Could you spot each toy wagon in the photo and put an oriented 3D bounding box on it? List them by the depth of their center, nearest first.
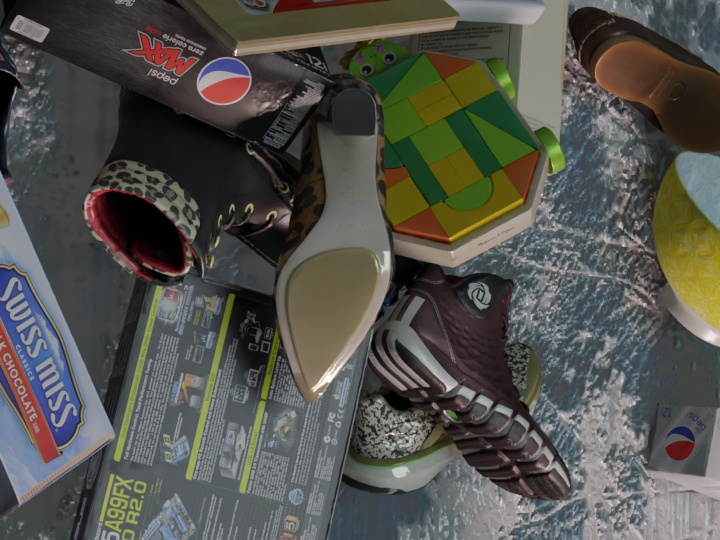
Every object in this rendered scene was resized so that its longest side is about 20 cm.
[{"bbox_3d":[0.041,-0.095,1.178,0.154,0.201,0.040,-27,152,-8],"label":"toy wagon"}]

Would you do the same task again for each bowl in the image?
[{"bbox_3d":[0.322,0.001,1.457,0.199,0.201,0.108,8,127,-42],"label":"bowl"}]

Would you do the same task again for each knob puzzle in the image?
[{"bbox_3d":[-0.066,-0.192,1.038,0.219,0.220,0.031,-17,141,-41],"label":"knob puzzle"}]

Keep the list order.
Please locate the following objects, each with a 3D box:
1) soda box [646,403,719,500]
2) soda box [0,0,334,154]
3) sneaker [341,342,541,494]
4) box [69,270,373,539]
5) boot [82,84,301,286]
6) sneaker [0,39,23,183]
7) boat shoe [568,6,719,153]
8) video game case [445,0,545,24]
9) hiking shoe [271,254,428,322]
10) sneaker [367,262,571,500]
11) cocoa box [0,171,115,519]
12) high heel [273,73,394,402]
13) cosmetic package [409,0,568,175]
[{"bbox_3d":[0.345,0.176,1.518,0.199,0.068,0.064,24,73,-40],"label":"soda box"},{"bbox_3d":[-0.118,-0.145,1.019,0.199,0.071,0.063,23,118,-30],"label":"soda box"},{"bbox_3d":[0.065,0.088,1.241,0.199,0.077,0.089,-30,128,-40],"label":"sneaker"},{"bbox_3d":[-0.089,0.112,1.097,0.159,0.044,0.202,16,77,-17],"label":"box"},{"bbox_3d":[-0.091,-0.030,1.076,0.204,0.073,0.154,47,30,-25],"label":"boot"},{"bbox_3d":[-0.235,-0.136,0.977,0.075,0.084,0.202,-15,99,-41],"label":"sneaker"},{"bbox_3d":[0.253,-0.167,1.438,0.199,0.071,0.070,29,112,-41],"label":"boat shoe"},{"bbox_3d":[0.013,-0.246,1.170,0.199,0.023,0.183,-3,56,-37],"label":"video game case"},{"bbox_3d":[0.000,0.000,1.189,0.074,0.086,0.201,37,65,-36],"label":"hiking shoe"},{"bbox_3d":[0.099,0.069,1.193,0.200,0.075,0.116,45,58,-29],"label":"sneaker"},{"bbox_3d":[-0.251,0.036,0.926,0.131,0.133,0.201,-35,113,-38],"label":"cocoa box"},{"bbox_3d":[-0.017,-0.024,1.088,0.071,0.143,0.202,8,99,-5],"label":"high heel"},{"bbox_3d":[0.096,-0.175,1.265,0.071,0.104,0.202,12,82,-55],"label":"cosmetic package"}]
